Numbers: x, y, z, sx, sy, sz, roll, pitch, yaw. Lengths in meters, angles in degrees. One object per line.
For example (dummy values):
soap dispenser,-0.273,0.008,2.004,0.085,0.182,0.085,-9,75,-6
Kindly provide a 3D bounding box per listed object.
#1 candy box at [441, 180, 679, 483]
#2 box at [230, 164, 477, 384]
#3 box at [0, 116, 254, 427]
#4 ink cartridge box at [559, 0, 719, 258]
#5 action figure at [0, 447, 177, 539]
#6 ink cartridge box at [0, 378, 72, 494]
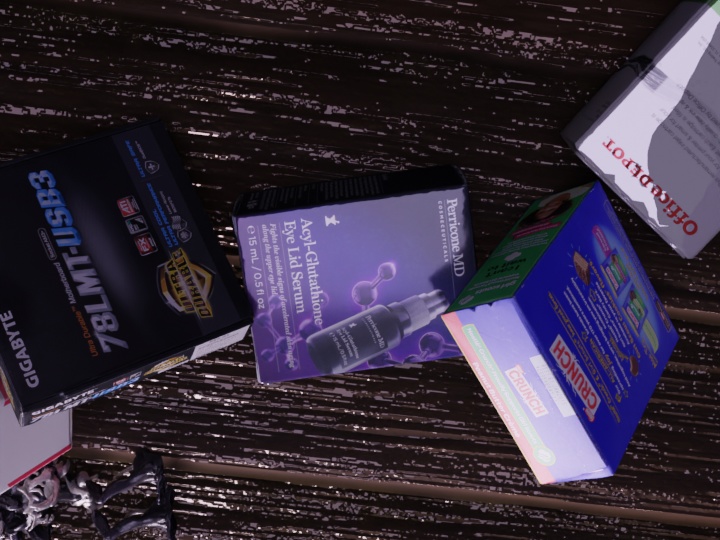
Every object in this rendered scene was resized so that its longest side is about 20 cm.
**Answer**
candy box,0.173,0.048,0.982,0.077,0.200,0.170,-19,107,38
box,0.000,0.000,1.014,0.197,0.104,0.150,-9,104,1
box,-0.214,-0.005,0.950,0.197,0.050,0.202,-20,74,-25
ink cartridge box,0.287,-0.134,0.997,0.146,0.084,0.200,42,100,-11
action figure,-0.270,0.217,1.064,0.197,0.102,0.120,-7,116,-1
ink cartridge box,-0.359,0.111,0.970,0.198,0.145,0.085,16,115,25
